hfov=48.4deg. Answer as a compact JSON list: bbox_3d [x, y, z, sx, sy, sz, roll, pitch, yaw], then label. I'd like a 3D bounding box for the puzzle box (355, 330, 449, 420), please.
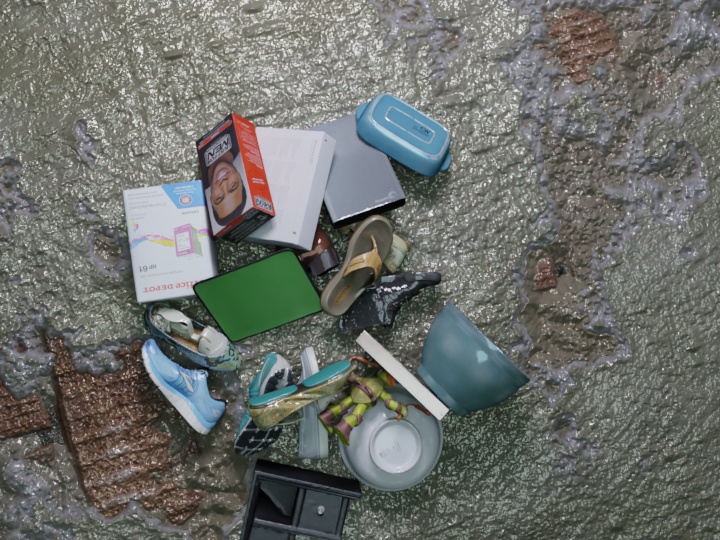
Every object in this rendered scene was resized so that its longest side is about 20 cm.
[{"bbox_3d":[0.077,0.187,1.416,0.200,0.133,0.025,43,88,11],"label":"puzzle box"}]

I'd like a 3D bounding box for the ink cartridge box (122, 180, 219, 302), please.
[{"bbox_3d":[-0.335,-0.049,1.435,0.142,0.085,0.204,-8,91,-4],"label":"ink cartridge box"}]

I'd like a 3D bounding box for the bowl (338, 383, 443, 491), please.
[{"bbox_3d":[0.060,0.311,1.457,0.197,0.090,0.205,0,89,-4],"label":"bowl"}]

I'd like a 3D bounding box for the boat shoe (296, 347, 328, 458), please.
[{"bbox_3d":[-0.100,0.244,1.456,0.070,0.070,0.205,-6,91,-6],"label":"boat shoe"}]

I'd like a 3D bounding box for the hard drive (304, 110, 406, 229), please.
[{"bbox_3d":[-0.018,-0.182,1.438,0.137,0.033,0.202,-19,66,-9],"label":"hard drive"}]

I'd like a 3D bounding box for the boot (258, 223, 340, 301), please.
[{"bbox_3d":[-0.157,-0.059,1.459,0.186,0.068,0.202,-29,85,10],"label":"boot"}]

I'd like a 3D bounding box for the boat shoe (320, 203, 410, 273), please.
[{"bbox_3d":[-0.003,-0.071,1.463,0.198,0.073,0.063,32,86,-2],"label":"boat shoe"}]

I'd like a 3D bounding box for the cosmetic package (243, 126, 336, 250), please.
[{"bbox_3d":[-0.136,-0.146,1.411,0.149,0.051,0.204,9,82,32],"label":"cosmetic package"}]

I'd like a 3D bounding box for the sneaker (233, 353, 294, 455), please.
[{"bbox_3d":[-0.176,0.245,1.453,0.077,0.080,0.202,16,106,-34],"label":"sneaker"}]

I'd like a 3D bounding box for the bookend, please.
[{"bbox_3d":[-0.116,0.466,1.442,0.195,0.092,0.204,14,90,-4],"label":"bookend"}]

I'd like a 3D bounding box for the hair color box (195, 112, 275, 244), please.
[{"bbox_3d":[-0.220,-0.162,1.396,0.101,0.061,0.203,-32,60,27],"label":"hair color box"}]

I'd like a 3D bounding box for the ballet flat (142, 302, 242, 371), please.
[{"bbox_3d":[-0.301,0.117,1.438,0.197,0.074,0.075,25,88,-4],"label":"ballet flat"}]

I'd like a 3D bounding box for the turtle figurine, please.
[{"bbox_3d":[0.012,0.230,1.406,0.199,0.065,0.161,33,61,33],"label":"turtle figurine"}]

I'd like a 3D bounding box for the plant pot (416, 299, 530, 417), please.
[{"bbox_3d":[0.183,0.171,1.418,0.200,0.200,0.134,43,93,-2],"label":"plant pot"}]

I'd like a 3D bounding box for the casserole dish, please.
[{"bbox_3d":[0.084,-0.253,1.459,0.198,0.039,0.122,31,53,-3],"label":"casserole dish"}]

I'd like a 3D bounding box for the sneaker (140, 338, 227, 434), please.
[{"bbox_3d":[-0.319,0.197,1.449,0.090,0.078,0.201,-41,101,-14],"label":"sneaker"}]

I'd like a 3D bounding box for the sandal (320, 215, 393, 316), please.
[{"bbox_3d":[0.000,0.000,1.413,0.080,0.054,0.202,29,97,-31],"label":"sandal"}]

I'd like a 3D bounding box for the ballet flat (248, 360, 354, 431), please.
[{"bbox_3d":[-0.095,0.221,1.388,0.197,0.071,0.072,-22,91,-10],"label":"ballet flat"}]

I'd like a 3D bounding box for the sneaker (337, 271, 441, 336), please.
[{"bbox_3d":[0.054,0.061,1.475,0.196,0.060,0.106,-5,87,2],"label":"sneaker"}]

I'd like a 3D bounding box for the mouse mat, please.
[{"bbox_3d":[-0.177,0.047,1.417,0.197,0.008,0.162,-20,130,8],"label":"mouse mat"}]
